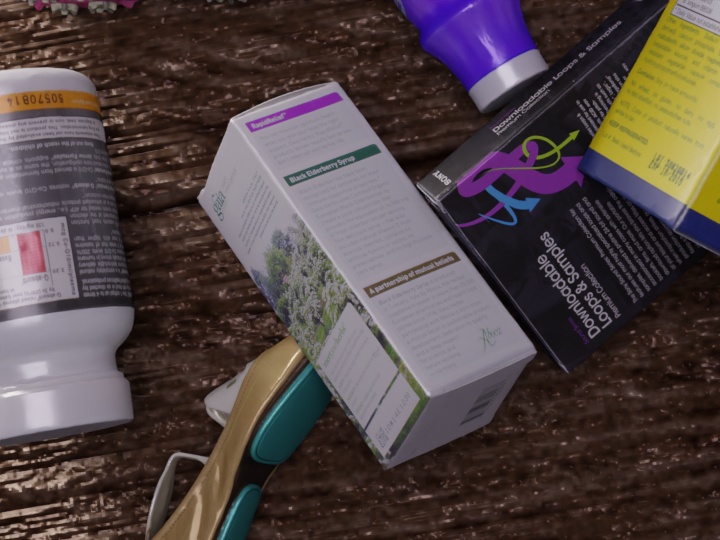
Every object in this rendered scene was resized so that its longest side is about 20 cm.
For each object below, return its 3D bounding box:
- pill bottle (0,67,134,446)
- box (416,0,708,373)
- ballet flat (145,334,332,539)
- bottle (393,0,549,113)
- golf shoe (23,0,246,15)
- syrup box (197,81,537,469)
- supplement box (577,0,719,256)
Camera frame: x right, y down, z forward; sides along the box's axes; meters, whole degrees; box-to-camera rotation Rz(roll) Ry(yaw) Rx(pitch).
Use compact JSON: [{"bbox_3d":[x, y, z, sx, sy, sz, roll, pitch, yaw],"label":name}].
[{"bbox_3d":[-0.191,-0.006,1.259,0.116,0.116,0.201,-10,84,3],"label":"pill bottle"},{"bbox_3d":[0.146,-0.058,1.231,0.200,0.036,0.143,-41,119,-4],"label":"box"},{"bbox_3d":[-0.075,0.104,1.267,0.063,0.069,0.200,27,86,21],"label":"ballet flat"},{"bbox_3d":[0.037,-0.186,1.274,0.065,0.084,0.200,-31,84,2],"label":"bottle"},{"bbox_3d":[-0.106,-0.201,1.293,0.199,0.075,0.092,-3,81,3],"label":"golf shoe"},{"bbox_3d":[0.000,0.000,1.227,0.081,0.079,0.200,-21,65,-33],"label":"syrup box"},{"bbox_3d":[0.224,-0.103,1.163,0.109,0.109,0.200,25,98,-29],"label":"supplement box"}]
